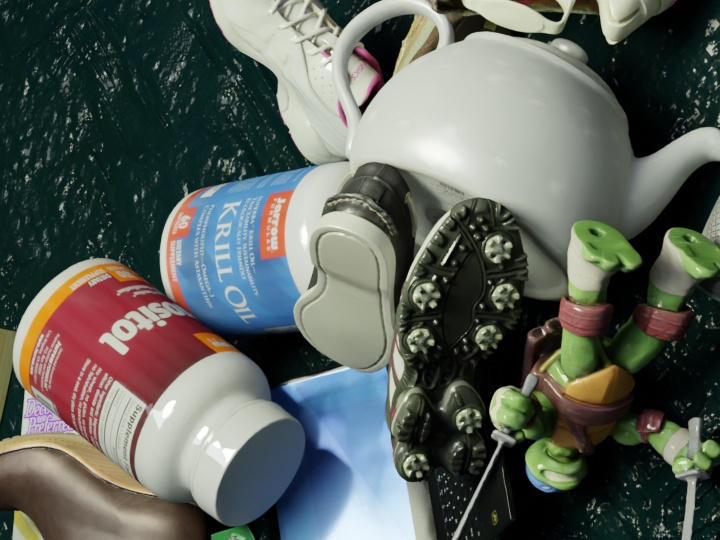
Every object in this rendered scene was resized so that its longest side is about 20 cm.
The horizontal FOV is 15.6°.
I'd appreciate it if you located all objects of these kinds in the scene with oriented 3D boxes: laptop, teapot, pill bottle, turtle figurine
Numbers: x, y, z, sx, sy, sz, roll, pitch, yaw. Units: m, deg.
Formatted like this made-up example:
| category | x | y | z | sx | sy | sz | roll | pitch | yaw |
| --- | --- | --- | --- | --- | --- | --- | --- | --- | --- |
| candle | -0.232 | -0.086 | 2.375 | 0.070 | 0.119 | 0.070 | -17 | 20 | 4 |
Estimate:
| category | x | y | z | sx | sy | sz | roll | pitch | yaw |
| --- | --- | --- | --- | --- | --- | --- | --- | --- | --- |
| laptop | 0.011 | 0.119 | 1.733 | 0.200 | 0.103 | 0.178 | 125 | 140 | -59 |
| teapot | 0.096 | -0.085 | 1.673 | 0.197 | 0.200 | 0.146 | 1 | 58 | 61 |
| pill bottle | -0.135 | 0.085 | 1.797 | 0.200 | 0.113 | 0.113 | 35 | 103 | 31 |
| turtle figurine | 0.154 | 0.081 | 1.572 | 0.143 | 0.200 | 0.195 | 19 | 118 | 6 |
| pill bottle | -0.035 | -0.015 | 1.816 | 0.199 | 0.112 | 0.113 | -10 | 71 | 42 |

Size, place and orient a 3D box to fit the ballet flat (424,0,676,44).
| category | x | y | z | sx | sy | sz | roll | pitch | yaw |
| --- | --- | --- | --- | --- | --- | --- | --- | --- | --- |
| ballet flat | 0.134 | -0.179 | 1.666 | 0.069 | 0.199 | 0.071 | 95 | 173 | -55 |

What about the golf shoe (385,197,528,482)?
| category | x | y | z | sx | sy | sz | roll | pitch | yaw |
| --- | --- | --- | --- | --- | --- | --- | --- | --- | --- |
| golf shoe | 0.047 | 0.033 | 1.622 | 0.088 | 0.077 | 0.201 | -112 | 29 | -54 |

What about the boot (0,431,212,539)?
| category | x | y | z | sx | sy | sz | roll | pitch | yaw |
| --- | --- | --- | --- | --- | --- | --- | --- | --- | --- |
| boot | -0.200 | 0.200 | 1.847 | 0.199 | 0.072 | 0.167 | -6 | 65 | 19 |

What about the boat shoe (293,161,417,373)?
| category | x | y | z | sx | sy | sz | roll | pitch | yaw |
| --- | --- | --- | --- | --- | --- | --- | --- | --- | --- |
| boat shoe | 0.000 | 0.000 | 1.674 | 0.074 | 0.200 | 0.060 | 22 | 63 | 12 |

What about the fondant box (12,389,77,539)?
| category | x | y | z | sx | sy | sz | roll | pitch | yaw |
| --- | --- | --- | --- | --- | --- | --- | --- | --- | --- |
| fondant box | -0.190 | 0.160 | 1.955 | 0.144 | 0.058 | 0.201 | -9 | 71 | 42 |

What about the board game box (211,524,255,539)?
| category | x | y | z | sx | sy | sz | roll | pitch | yaw |
| --- | --- | --- | --- | --- | --- | --- | --- | --- | --- |
| board game box | -0.052 | 0.287 | 1.756 | 0.135 | 0.029 | 0.200 | 97 | 150 | -47 |

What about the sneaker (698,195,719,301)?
| category | x | y | z | sx | sy | sz | roll | pitch | yaw |
| --- | --- | --- | --- | --- | --- | --- | --- | --- | --- |
| sneaker | 0.251 | -0.074 | 1.577 | 0.075 | 0.082 | 0.201 | 40 | 107 | 43 |

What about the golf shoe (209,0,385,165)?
| category | x | y | z | sx | sy | sz | roll | pitch | yaw |
| --- | --- | --- | --- | --- | --- | --- | --- | --- | --- |
| golf shoe | -0.032 | -0.157 | 1.809 | 0.091 | 0.200 | 0.075 | 6 | 50 | 47 |

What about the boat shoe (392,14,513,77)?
| category | x | y | z | sx | sy | sz | roll | pitch | yaw |
| --- | --- | --- | --- | --- | --- | --- | --- | --- | --- |
| boat shoe | 0.063 | -0.165 | 1.805 | 0.076 | 0.072 | 0.201 | 23 | 85 | 57 |

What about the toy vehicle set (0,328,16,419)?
| category | x | y | z | sx | sy | sz | roll | pitch | yaw |
| --- | --- | --- | --- | --- | --- | --- | --- | --- | --- |
| toy vehicle set | -0.344 | 0.140 | 2.131 | 0.124 | 0.026 | 0.201 | 7 | 83 | 45 |
